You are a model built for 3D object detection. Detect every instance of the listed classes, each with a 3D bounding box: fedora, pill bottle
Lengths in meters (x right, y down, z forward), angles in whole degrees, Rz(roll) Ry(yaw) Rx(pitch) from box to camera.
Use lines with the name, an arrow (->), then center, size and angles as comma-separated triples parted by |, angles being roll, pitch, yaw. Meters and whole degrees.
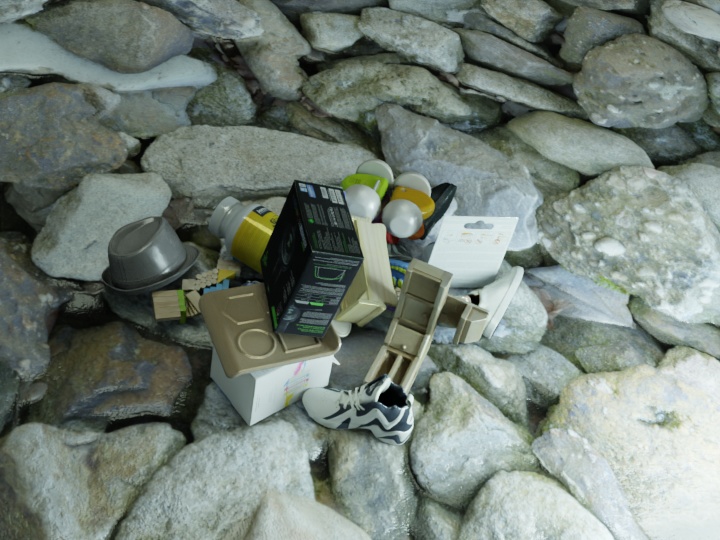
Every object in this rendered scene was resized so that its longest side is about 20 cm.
fedora -> -0.403, -0.040, 1.715 | 0.176, 0.091, 0.200 | 8, 35, 28
pill bottle -> -0.185, -0.057, 1.724 | 0.199, 0.112, 0.112 | 31, 45, 13

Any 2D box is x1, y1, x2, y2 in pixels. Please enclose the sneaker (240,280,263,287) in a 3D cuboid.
sneaker -> -0.188, 0.058, 1.709 | 0.199, 0.086, 0.077 | -25, 55, -35

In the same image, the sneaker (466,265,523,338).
sneaker -> 0.268, 0.045, 1.844 | 0.084, 0.073, 0.200 | 28, 46, 12

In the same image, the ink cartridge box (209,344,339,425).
ink cartridge box -> -0.143, 0.149, 1.595 | 0.199, 0.126, 0.129 | -25, 55, -33

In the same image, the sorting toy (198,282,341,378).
sorting toy -> -0.155, 0.094, 1.537 | 0.198, 0.037, 0.186 | -13, 48, -20

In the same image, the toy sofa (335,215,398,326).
toy sofa -> 0.000, 0.000, 1.744 | 0.097, 0.083, 0.201 | 10, 58, -35

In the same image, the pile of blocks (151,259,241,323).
pile of blocks -> -0.302, 0.052, 1.711 | 0.199, 0.062, 0.082 | -29, 67, -26

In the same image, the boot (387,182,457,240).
boot -> 0.107, -0.160, 2.022 | 0.162, 0.074, 0.198 | 28, 49, 15

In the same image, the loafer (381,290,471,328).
loafer -> 0.119, 0.066, 1.774 | 0.198, 0.072, 0.063 | 11, 69, -1

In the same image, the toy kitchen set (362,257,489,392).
toy kitchen set -> 0.121, 0.127, 1.628 | 0.162, 0.201, 0.181 | 22, 43, 10

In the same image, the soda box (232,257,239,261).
soda box -> -0.158, -0.058, 1.832 | 0.198, 0.068, 0.064 | 1, 44, -1

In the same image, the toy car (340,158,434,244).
toy car -> 0.047, -0.124, 1.886 | 0.198, 0.151, 0.175 | 19, 37, 3

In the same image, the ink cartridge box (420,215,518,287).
ink cartridge box -> 0.211, -0.047, 1.834 | 0.161, 0.201, 0.050 | 0, 44, -14

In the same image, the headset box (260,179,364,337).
headset box -> -0.087, -0.014, 1.494 | 0.092, 0.201, 0.175 | 8, 43, -24

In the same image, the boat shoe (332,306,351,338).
boat shoe -> -0.072, 0.054, 1.767 | 0.066, 0.057, 0.201 | -2, 55, -34

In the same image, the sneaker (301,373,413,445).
sneaker -> 0.002, 0.216, 1.557 | 0.198, 0.130, 0.080 | 21, 42, 9

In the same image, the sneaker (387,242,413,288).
sneaker -> 0.044, -0.024, 1.839 | 0.199, 0.071, 0.083 | 28, 25, 18

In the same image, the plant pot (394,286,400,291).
plant pot -> 0.002, 0.008, 1.852 | 0.198, 0.028, 0.201 | 7, 42, -7
